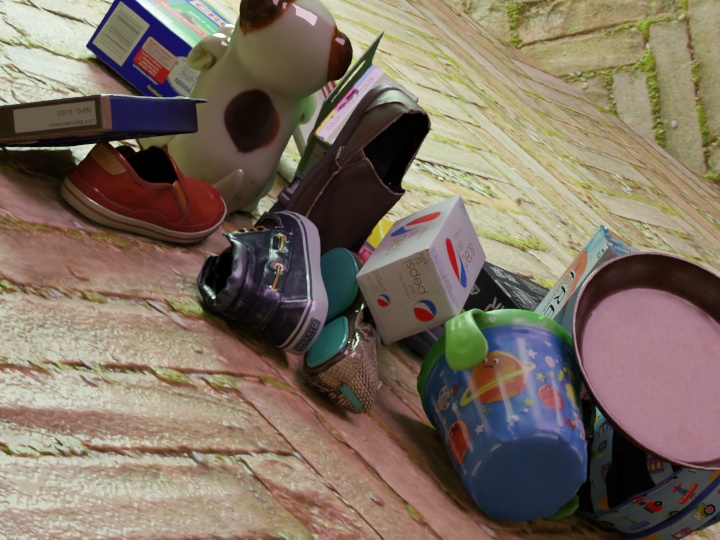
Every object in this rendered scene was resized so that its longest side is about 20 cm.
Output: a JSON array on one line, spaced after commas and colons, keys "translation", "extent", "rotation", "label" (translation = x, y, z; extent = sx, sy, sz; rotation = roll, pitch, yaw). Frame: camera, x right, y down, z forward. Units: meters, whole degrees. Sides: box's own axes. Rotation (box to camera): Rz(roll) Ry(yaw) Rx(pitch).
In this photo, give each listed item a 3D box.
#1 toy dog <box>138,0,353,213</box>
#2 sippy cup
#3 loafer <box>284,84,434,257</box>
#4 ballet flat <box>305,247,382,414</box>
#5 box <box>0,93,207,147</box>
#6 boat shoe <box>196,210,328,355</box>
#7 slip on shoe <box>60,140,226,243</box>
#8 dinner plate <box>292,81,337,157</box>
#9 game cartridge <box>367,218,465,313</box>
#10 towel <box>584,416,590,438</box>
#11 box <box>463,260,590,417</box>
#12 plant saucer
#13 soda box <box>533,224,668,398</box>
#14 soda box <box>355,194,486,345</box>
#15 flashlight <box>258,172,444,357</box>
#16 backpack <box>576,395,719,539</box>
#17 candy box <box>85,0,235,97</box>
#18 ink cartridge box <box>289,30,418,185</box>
[{"translation": [-0.100, -0.162, 1.781], "extent": [0.139, 0.201, 0.194], "rotation": [33, 15, -8], "label": "toy dog"}, {"translation": [0.121, 0.123, 1.584], "extent": [0.177, 0.140, 0.131], "rotation": [20, 32, -23], "label": "sippy cup"}, {"translation": [-0.004, -0.071, 1.722], "extent": [0.073, 0.201, 0.071], "rotation": [32, -10, -31], "label": "loafer"}, {"translation": [-0.011, 0.056, 1.619], "extent": [0.076, 0.068, 0.200], "rotation": [54, 14, -22], "label": "ballet flat"}, {"translation": [-0.211, -0.118, 1.594], "extent": [0.120, 0.033, 0.200], "rotation": [-5, 3, 21], "label": "box"}, {"translation": [-0.084, -0.010, 1.615], "extent": [0.090, 0.071, 0.201], "rotation": [29, 16, -21], "label": "boat shoe"}, {"translation": [-0.164, -0.067, 1.625], "extent": [0.074, 0.061, 0.200], "rotation": [41, 14, 25], "label": "slip on shoe"}, {"translation": [-0.044, -0.149, 2.048], "extent": [0.200, 0.024, 0.202], "rotation": [-18, 90, -74], "label": "dinner plate"}, {"translation": [0.085, 0.029, 1.960], "extent": [0.176, 0.033, 0.200], "rotation": [33, 13, -12], "label": "game cartridge"}, {"translation": [0.253, 0.141, 2.005], "extent": [0.145, 0.024, 0.199], "rotation": [45, 17, 29], "label": "towel"}, {"translation": [0.189, 0.072, 1.916], "extent": [0.160, 0.044, 0.199], "rotation": [50, 16, 32], "label": "box"}, {"translation": [0.255, 0.078, 1.621], "extent": [0.198, 0.035, 0.202], "rotation": [12, 55, -17], "label": "plant saucer"}, {"translation": [0.178, 0.063, 1.728], "extent": [0.068, 0.201, 0.064], "rotation": [33, 16, -11], "label": "soda box"}, {"translation": [0.054, -0.004, 1.682], "extent": [0.064, 0.068, 0.200], "rotation": [66, 15, -9], "label": "soda box"}, {"translation": [0.000, 0.000, 1.793], "extent": [0.200, 0.068, 0.068], "rotation": [41, -19, 1], "label": "flashlight"}, {"translation": [0.278, 0.158, 1.726], "extent": [0.135, 0.182, 0.200], "rotation": [47, 35, -15], "label": "backpack"}, {"translation": [-0.162, -0.206, 2.010], "extent": [0.169, 0.077, 0.200], "rotation": [39, 14, 5], "label": "candy box"}, {"translation": [-0.006, -0.118, 1.838], "extent": [0.059, 0.200, 0.104], "rotation": [36, 59, 6], "label": "ink cartridge box"}]
